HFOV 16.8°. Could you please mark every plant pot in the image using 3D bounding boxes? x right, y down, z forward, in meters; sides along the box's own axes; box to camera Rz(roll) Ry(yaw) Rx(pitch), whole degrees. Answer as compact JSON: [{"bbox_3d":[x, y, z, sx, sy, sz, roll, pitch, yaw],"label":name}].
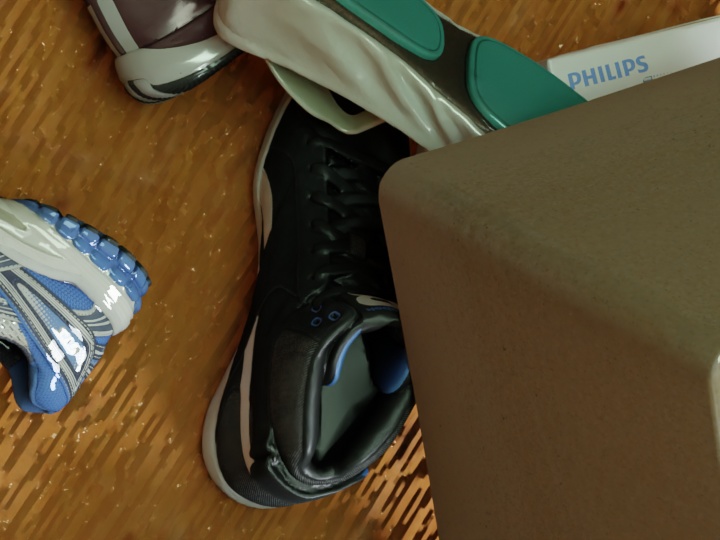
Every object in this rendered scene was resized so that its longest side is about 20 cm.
[{"bbox_3d":[0.146,0.048,0.911,0.198,0.177,0.202,-18,112,-21],"label":"plant pot"}]

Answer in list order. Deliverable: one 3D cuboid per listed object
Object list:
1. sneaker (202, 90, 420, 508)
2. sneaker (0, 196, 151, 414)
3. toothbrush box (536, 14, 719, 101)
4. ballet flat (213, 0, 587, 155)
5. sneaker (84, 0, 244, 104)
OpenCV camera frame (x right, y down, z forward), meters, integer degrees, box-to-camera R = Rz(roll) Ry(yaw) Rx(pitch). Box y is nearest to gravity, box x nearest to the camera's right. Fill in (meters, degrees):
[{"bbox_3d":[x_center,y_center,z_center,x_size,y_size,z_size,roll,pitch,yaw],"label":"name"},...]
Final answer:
[{"bbox_3d":[0.000,0.000,0.997,0.073,0.112,0.202,16,79,-23],"label":"sneaker"},{"bbox_3d":[-0.179,-0.007,0.938,0.199,0.077,0.086,28,79,-19],"label":"sneaker"},{"bbox_3d":[0.149,-0.006,1.079,0.145,0.086,0.202,-16,93,-23],"label":"toothbrush box"},{"bbox_3d":[0.026,-0.070,0.981,0.199,0.069,0.070,33,73,-18],"label":"ballet flat"},{"bbox_3d":[-0.043,-0.168,1.014,0.200,0.076,0.116,-39,98,-21],"label":"sneaker"}]
